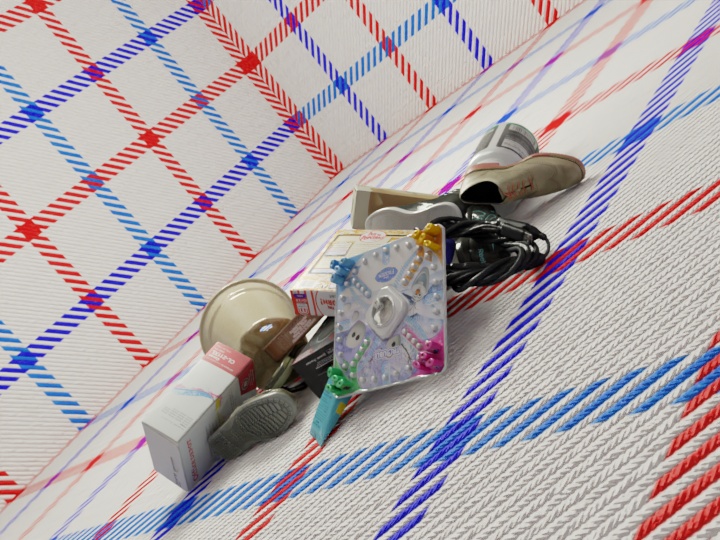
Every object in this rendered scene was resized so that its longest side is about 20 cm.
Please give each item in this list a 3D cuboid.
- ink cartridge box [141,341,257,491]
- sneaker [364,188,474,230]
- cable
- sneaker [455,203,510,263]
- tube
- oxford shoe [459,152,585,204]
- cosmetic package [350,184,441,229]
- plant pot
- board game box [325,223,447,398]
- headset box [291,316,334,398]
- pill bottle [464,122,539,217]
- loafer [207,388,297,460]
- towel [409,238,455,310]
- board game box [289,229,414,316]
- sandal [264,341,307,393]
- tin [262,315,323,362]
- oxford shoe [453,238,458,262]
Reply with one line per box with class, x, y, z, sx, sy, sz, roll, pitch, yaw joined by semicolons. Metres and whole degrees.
ink cartridge box;-0.264;0.244;1.521;0.200;0.082;0.147;-48;-28;-37
sneaker;0.105;-0.086;1.504;0.199;0.071;0.099;-8;12;40
cable;0.146;-0.023;1.232;0.199;0.051;0.163;18;41;41
sneaker;0.199;-0.050;1.382;0.079;0.076;0.200;-16;23;21
tube;-0.020;0.146;1.268;0.201;0.050;0.077;-63;9;-5
oxford shoe;0.248;-0.131;1.404;0.198;0.071;0.075;-8;31;30
cosmetic package;0.083;-0.104;1.621;0.105;0.198;0.072;-109;26;-78
plant pot;-0.182;0.129;1.667;0.200;0.201;0.183;-42;21;-9
board game box;0.030;0.054;1.200;0.199;0.026;0.202;-19;60;40
headset box;-0.007;0.103;1.412;0.148;0.077;0.200;-32;12;36
pill bottle;0.241;-0.172;1.559;0.113;0.113;0.200;-33;12;31
loafer;-0.170;0.233;1.448;0.199;0.075;0.070;-33;17;35
towel;0.087;0.049;1.293;0.148;0.049;0.200;-58;3;30
board game box;0.000;0.000;1.402;0.150;0.047;0.200;2;30;23
sandal;-0.108;0.176;1.509;0.080;0.057;0.201;-60;-4;11
tin;-0.086;0.076;1.510;0.200;0.042;0.112;-46;-3;20
oxford shoe;0.158;-0.042;1.480;0.075;0.058;0.200;-31;12;49
